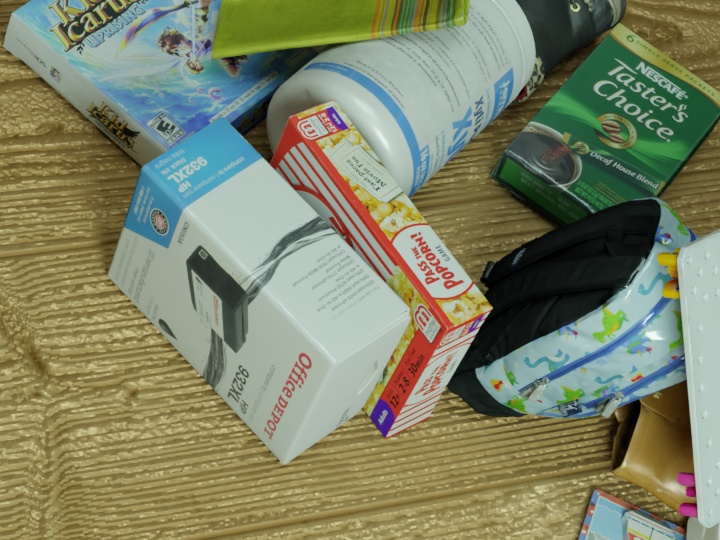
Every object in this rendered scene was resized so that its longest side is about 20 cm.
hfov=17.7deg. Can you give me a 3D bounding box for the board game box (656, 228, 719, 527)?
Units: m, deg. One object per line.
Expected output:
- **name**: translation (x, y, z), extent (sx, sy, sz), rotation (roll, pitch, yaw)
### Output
- **board game box**: translation (0.279, 0.056, 1.639), extent (0.026, 0.201, 0.200), rotation (5, 18, 39)

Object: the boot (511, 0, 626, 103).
- **boot**: translation (0.107, -0.235, 1.937), extent (0.200, 0.073, 0.151), rotation (38, 55, 8)

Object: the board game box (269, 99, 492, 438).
- **board game box**: translation (0.000, 0.000, 1.678), extent (0.046, 0.152, 0.200), rotation (-24, 66, -32)

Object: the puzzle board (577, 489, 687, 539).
- **puzzle board**: translation (0.241, 0.255, 1.668), extent (0.199, 0.017, 0.151), rotation (25, 51, -2)

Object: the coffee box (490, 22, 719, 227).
- **coffee box**: translation (0.207, -0.109, 1.898), extent (0.123, 0.044, 0.200), rotation (37, 52, 10)

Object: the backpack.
- **backpack**: translation (0.177, 0.026, 1.691), extent (0.154, 0.200, 0.163), rotation (37, 50, -5)

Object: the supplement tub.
- **supplement tub**: translation (0.032, -0.139, 1.801), extent (0.132, 0.132, 0.200), rotation (40, 53, 10)

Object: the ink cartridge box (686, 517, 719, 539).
- **ink cartridge box**: translation (0.336, 0.239, 1.661), extent (0.199, 0.067, 0.117), rotation (18, 52, -8)

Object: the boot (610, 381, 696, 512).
- **boot**: translation (0.271, 0.094, 1.751), extent (0.144, 0.071, 0.202), rotation (29, 59, -11)

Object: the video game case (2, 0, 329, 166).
- **video game case**: translation (-0.147, -0.181, 1.822), extent (0.181, 0.046, 0.200), rotation (40, 53, 12)

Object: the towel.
- **towel**: translation (-0.014, -0.201, 1.774), extent (0.199, 0.018, 0.086), rotation (-7, 34, 9)

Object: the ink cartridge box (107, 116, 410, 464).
- **ink cartridge box**: translation (-0.076, 0.016, 1.642), extent (0.084, 0.145, 0.200), rotation (-34, 72, -34)
